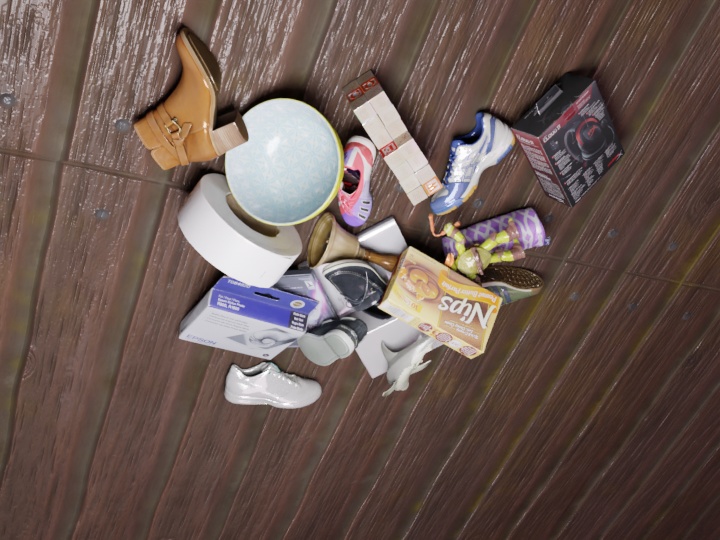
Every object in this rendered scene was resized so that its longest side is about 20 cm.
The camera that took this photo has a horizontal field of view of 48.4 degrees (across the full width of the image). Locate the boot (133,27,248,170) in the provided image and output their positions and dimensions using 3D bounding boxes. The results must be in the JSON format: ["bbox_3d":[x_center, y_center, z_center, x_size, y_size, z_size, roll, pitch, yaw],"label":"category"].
[{"bbox_3d":[-0.279,-0.253,1.223,0.154,0.074,0.200,-17,115,12],"label":"boot"}]

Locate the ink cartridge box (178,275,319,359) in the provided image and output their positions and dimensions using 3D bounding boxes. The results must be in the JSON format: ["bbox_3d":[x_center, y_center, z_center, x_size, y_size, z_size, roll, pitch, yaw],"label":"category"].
[{"bbox_3d":[-0.206,0.093,1.472,0.199,0.041,0.200,17,143,-27],"label":"ink cartridge box"}]

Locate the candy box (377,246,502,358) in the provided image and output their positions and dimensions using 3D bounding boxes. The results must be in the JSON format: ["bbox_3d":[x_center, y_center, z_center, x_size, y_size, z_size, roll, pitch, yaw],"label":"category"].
[{"bbox_3d":[0.143,0.058,1.425,0.200,0.116,0.055,30,154,-10],"label":"candy box"}]

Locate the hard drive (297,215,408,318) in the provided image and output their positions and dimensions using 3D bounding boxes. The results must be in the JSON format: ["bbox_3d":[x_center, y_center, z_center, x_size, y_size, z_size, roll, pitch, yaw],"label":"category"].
[{"bbox_3d":[0.000,0.000,1.509,0.200,0.025,0.132,-27,112,3],"label":"hard drive"}]

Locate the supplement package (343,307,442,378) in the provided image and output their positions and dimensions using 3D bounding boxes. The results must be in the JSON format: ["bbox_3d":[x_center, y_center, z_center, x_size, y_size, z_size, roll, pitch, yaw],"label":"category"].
[{"bbox_3d":[0.076,0.095,1.563,0.200,0.120,0.121,-26,129,2],"label":"supplement package"}]

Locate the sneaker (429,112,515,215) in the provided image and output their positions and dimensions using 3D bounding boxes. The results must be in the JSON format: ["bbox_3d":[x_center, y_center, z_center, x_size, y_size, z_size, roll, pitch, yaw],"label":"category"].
[{"bbox_3d":[0.179,-0.193,1.422,0.088,0.075,0.200,34,101,-27],"label":"sneaker"}]

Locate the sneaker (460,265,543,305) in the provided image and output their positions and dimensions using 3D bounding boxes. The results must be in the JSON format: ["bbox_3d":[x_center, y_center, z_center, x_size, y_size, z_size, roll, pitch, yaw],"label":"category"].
[{"bbox_3d":[0.267,0.043,1.629,0.200,0.067,0.090,3,132,-20],"label":"sneaker"}]

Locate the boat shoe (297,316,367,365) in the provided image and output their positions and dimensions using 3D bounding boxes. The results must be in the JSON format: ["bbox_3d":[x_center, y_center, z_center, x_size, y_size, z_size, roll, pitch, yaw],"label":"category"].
[{"bbox_3d":[-0.051,0.128,1.475,0.060,0.200,0.076,-40,105,-29],"label":"boat shoe"}]

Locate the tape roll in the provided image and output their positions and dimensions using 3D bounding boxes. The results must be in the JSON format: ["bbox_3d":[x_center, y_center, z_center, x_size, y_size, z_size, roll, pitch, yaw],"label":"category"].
[{"bbox_3d":[-0.194,-0.066,1.303,0.202,0.203,0.071,28,113,-33],"label":"tape roll"}]

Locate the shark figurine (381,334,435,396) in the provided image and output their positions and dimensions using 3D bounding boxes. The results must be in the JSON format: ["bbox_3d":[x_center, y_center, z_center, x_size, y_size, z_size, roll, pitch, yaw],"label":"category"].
[{"bbox_3d":[0.084,0.149,1.484,0.128,0.090,0.215,-17,149,-50],"label":"shark figurine"}]

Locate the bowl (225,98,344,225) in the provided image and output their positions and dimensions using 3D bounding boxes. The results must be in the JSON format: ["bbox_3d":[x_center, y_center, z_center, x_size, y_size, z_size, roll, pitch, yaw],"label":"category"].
[{"bbox_3d":[-0.107,-0.171,1.298,0.200,0.200,0.108,-44,169,16],"label":"bowl"}]

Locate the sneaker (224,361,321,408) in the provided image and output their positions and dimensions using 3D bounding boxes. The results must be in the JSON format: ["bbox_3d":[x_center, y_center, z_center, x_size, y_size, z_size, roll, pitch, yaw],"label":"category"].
[{"bbox_3d":[-0.171,0.224,1.617,0.199,0.075,0.089,3,113,-19],"label":"sneaker"}]

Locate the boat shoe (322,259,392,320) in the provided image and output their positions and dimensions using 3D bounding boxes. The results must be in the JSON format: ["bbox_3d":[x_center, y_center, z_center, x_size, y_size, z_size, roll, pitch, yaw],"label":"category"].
[{"bbox_3d":[0.004,0.036,1.429,0.074,0.062,0.200,-24,147,23],"label":"boat shoe"}]

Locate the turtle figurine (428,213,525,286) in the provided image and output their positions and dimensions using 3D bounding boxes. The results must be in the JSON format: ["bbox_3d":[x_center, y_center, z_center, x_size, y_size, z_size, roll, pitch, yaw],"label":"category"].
[{"bbox_3d":[0.211,-0.035,1.455,0.161,0.064,0.200,-23,115,2],"label":"turtle figurine"}]

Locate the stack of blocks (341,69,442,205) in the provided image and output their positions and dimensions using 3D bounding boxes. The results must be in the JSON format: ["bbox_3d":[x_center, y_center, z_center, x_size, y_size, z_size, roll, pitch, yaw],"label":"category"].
[{"bbox_3d":[0.053,-0.218,1.326,0.058,0.115,0.200,-32,128,7],"label":"stack of blocks"}]

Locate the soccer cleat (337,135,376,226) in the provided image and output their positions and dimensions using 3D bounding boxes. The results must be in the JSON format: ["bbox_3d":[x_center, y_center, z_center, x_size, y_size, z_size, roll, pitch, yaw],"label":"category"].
[{"bbox_3d":[-0.015,-0.136,1.364,0.068,0.073,0.200,20,143,9],"label":"soccer cleat"}]

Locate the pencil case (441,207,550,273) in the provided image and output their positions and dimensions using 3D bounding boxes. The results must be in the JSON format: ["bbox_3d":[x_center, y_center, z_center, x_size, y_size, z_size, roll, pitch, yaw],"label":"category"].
[{"bbox_3d":[0.256,-0.056,1.539,0.199,0.084,0.086,-17,150,-4],"label":"pencil case"}]

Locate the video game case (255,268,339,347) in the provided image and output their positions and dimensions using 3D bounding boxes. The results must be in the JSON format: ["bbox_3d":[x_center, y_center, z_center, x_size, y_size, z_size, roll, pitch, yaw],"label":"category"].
[{"bbox_3d":[-0.116,0.075,1.509,0.142,0.019,0.200,-4,133,25],"label":"video game case"}]

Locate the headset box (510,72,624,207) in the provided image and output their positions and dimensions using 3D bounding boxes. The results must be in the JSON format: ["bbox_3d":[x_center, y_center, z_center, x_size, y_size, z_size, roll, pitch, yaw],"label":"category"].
[{"bbox_3d":[0.366,-0.236,1.415,0.149,0.075,0.200,-45,129,-7],"label":"headset box"}]

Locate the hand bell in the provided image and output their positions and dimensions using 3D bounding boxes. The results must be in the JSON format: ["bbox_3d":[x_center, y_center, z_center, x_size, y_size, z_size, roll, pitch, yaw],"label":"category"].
[{"bbox_3d":[0.014,-0.025,1.451,0.199,0.104,0.104,19,118,-23],"label":"hand bell"}]
